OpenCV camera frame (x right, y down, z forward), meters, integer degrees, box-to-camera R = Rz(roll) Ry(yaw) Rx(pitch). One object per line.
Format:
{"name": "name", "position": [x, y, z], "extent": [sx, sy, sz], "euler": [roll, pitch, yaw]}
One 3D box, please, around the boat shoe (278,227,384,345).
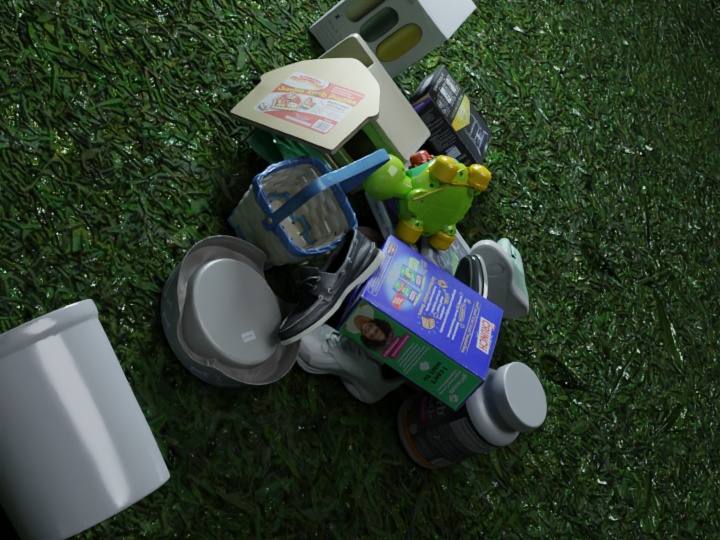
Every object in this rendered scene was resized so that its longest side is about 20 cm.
{"name": "boat shoe", "position": [-0.049, 0.015, 1.380], "extent": [0.199, 0.074, 0.066], "euler": [-43, 108, -27]}

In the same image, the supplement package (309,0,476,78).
{"name": "supplement package", "position": [0.054, -0.420, 1.764], "extent": [0.152, 0.200, 0.151], "euler": [51, 40, -12]}

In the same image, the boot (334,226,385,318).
{"name": "boot", "position": [0.000, 0.000, 1.571], "extent": [0.200, 0.070, 0.147], "euler": [26, 48, -42]}

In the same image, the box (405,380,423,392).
{"name": "box", "position": [0.078, 0.146, 1.588], "extent": [0.200, 0.041, 0.039], "euler": [32, 47, -31]}

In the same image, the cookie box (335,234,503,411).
{"name": "cookie box", "position": [0.086, 0.069, 1.455], "extent": [0.200, 0.075, 0.171], "euler": [34, 35, -5]}

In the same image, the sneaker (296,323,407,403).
{"name": "sneaker", "position": [-0.013, 0.109, 1.462], "extent": [0.200, 0.099, 0.078], "euler": [31, 48, -33]}

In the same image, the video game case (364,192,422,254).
{"name": "video game case", "position": [0.088, -0.034, 1.660], "extent": [0.200, 0.024, 0.183], "euler": [12, 53, -65]}

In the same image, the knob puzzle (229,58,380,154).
{"name": "knob puzzle", "position": [-0.059, -0.243, 1.522], "extent": [0.031, 0.219, 0.220], "euler": [86, 18, -44]}

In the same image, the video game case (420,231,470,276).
{"name": "video game case", "position": [0.155, -0.005, 1.715], "extent": [0.182, 0.023, 0.200], "euler": [53, 23, -23]}

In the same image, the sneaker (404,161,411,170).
{"name": "sneaker", "position": [0.116, -0.146, 1.729], "extent": [0.200, 0.087, 0.075], "euler": [-36, 138, -71]}

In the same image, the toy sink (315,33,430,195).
{"name": "toy sink", "position": [-0.012, -0.240, 1.643], "extent": [0.200, 0.130, 0.112], "euler": [53, 40, -12]}

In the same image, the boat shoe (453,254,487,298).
{"name": "boat shoe", "position": [0.137, 0.067, 1.578], "extent": [0.062, 0.073, 0.201], "euler": [17, 82, -24]}

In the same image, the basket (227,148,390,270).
{"name": "basket", "position": [-0.066, -0.092, 1.436], "extent": [0.176, 0.200, 0.139], "euler": [-28, 82, -48]}

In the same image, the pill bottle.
{"name": "pill bottle", "position": [0.159, 0.206, 1.515], "extent": [0.116, 0.200, 0.117], "euler": [27, 50, -36]}

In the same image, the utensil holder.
{"name": "utensil holder", "position": [-0.305, 0.155, 1.064], "extent": [0.170, 0.170, 0.201], "euler": [-27, 92, -51]}

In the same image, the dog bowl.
{"name": "dog bowl", "position": [-0.168, 0.058, 1.354], "extent": [0.200, 0.059, 0.201], "euler": [25, 52, -36]}

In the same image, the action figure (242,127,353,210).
{"name": "action figure", "position": [-0.084, -0.144, 1.567], "extent": [0.200, 0.055, 0.118], "euler": [45, 40, -15]}

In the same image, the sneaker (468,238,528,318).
{"name": "sneaker", "position": [0.220, -0.017, 1.744], "extent": [0.201, 0.074, 0.119], "euler": [54, 26, -49]}

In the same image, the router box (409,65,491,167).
{"name": "router box", "position": [0.159, -0.263, 1.869], "extent": [0.157, 0.052, 0.200], "euler": [52, 25, -12]}

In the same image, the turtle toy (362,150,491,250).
{"name": "turtle toy", "position": [0.090, -0.119, 1.570], "extent": [0.200, 0.146, 0.101], "euler": [10, 29, -43]}
